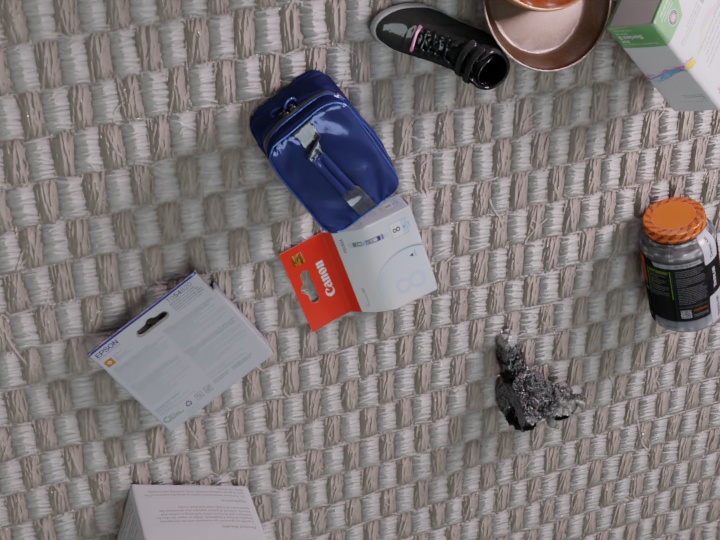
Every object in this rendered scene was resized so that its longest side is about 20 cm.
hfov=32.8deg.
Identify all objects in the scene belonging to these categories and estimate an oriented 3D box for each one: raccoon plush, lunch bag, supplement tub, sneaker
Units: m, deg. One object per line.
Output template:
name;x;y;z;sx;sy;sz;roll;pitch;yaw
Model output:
raccoon plush;0.302;0.178;2.006;0.133;0.097;0.201;-18;126;-21
lunch bag;-0.048;-0.158;1.617;0.136;0.132;0.200;-39;127;4
supplement tub;0.511;-0.010;1.949;0.122;0.123;0.201;-24;127;-7
sneaker;0.115;-0.296;1.618;0.199;0.099;0.071;10;119;-26

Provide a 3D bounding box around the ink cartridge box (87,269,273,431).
ink cartridge box;-0.258;0.111;1.756;0.199;0.041;0.200;-37;127;3

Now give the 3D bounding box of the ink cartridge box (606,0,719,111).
ink cartridge box;0.449;-0.337;1.703;0.200;0.087;0.146;37;70;-35

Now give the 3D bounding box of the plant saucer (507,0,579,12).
plant saucer;0.234;-0.437;1.584;0.199;0.032;0.201;-4;99;-23

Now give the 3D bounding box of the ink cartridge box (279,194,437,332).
ink cartridge box;0.000;0.000;1.789;0.199;0.047;0.161;-27;127;-7

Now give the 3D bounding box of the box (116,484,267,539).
box;-0.268;0.460;1.891;0.198;0.171;0.201;6;118;-25

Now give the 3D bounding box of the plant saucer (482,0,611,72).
plant saucer;0.243;-0.366;1.633;0.199;0.037;0.202;-3;97;-22
